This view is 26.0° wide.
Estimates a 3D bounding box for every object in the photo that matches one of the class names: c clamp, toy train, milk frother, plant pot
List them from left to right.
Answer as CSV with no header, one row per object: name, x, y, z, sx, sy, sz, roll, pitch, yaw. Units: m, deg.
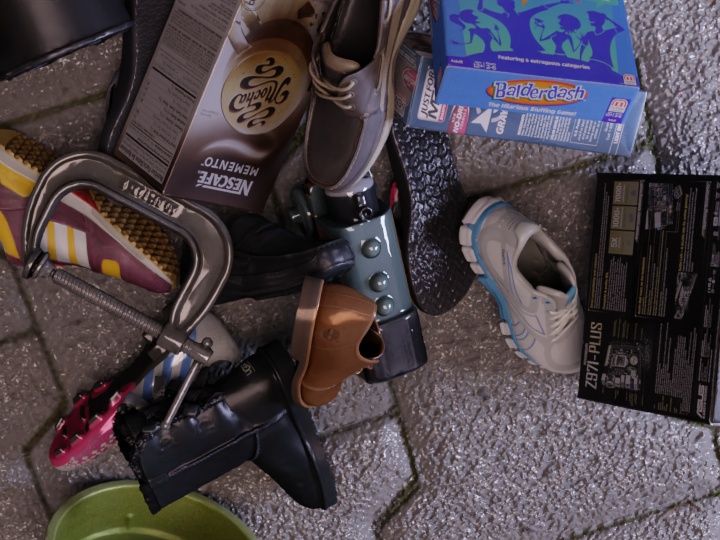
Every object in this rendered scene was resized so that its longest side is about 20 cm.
milk frother,-0.292,-0.230,1.153,0.180,0.200,0.189,-21,101,10
c clamp,-0.193,0.006,1.258,0.200,0.027,0.171,34,94,-1
plant pot,-0.201,0.325,1.395,0.199,0.200,0.190,13,119,-11
toy train,0.000,0.000,1.321,0.085,0.114,0.201,-18,112,-17

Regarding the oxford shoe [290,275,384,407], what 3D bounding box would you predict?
oxford shoe,-0.018,0.069,1.257,0.071,0.200,0.072,10,68,1

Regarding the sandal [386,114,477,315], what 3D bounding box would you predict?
sandal,0.055,-0.062,1.352,0.075,0.045,0.201,-14,99,-28

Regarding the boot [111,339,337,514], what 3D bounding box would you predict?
boot,-0.117,0.162,1.362,0.162,0.073,0.199,-27,128,-13

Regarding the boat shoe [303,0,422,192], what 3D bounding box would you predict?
boat shoe,-0.012,-0.159,1.213,0.074,0.073,0.201,19,103,26

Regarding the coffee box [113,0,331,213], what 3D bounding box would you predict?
coffee box,-0.101,-0.157,1.251,0.113,0.080,0.201,8,112,-47

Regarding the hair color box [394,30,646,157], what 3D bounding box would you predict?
hair color box,0.122,-0.147,1.283,0.199,0.100,0.061,6,110,-19

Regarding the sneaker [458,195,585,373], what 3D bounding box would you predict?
sneaker,0.160,0.025,1.353,0.075,0.087,0.200,-48,125,-15

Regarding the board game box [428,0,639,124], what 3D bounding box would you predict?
board game box,0.130,-0.209,1.228,0.151,0.201,0.045,5,142,-9

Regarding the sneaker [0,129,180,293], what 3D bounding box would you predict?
sneaker,-0.247,-0.030,1.314,0.200,0.075,0.090,37,108,-11

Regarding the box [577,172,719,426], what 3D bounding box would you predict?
box,0.274,0.022,1.307,0.086,0.164,0.201,4,91,-34

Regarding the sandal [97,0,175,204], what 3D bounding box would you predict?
sandal,-0.176,-0.152,1.289,0.076,0.043,0.201,0,112,-37

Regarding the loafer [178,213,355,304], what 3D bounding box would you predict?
loafer,-0.084,-0.012,1.286,0.068,0.200,0.071,-16,96,-42

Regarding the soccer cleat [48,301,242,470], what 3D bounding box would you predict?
soccer cleat,-0.187,0.117,1.372,0.200,0.070,0.086,-44,119,12
